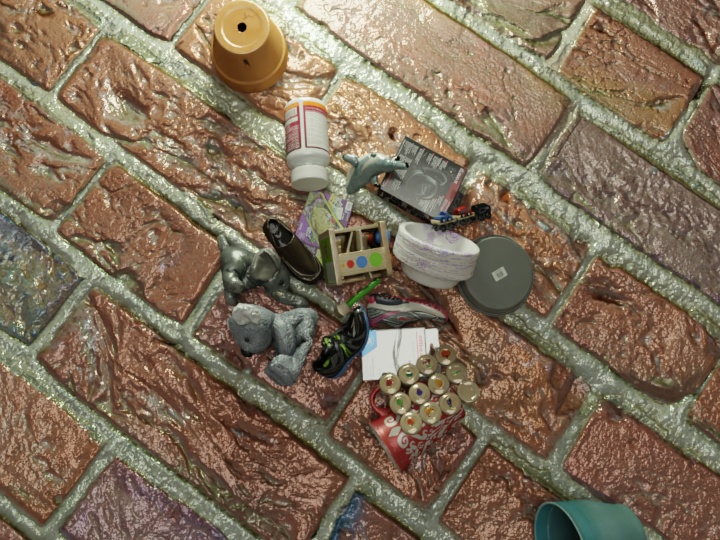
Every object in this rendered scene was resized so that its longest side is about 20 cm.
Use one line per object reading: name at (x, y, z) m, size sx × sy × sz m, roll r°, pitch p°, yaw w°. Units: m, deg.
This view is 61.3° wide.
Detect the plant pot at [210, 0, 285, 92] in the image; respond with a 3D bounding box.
plant pot at (-0.284, -0.566, 1.505) m, size 0.194 × 0.140 × 0.206 m, roll 0°, pitch 82°, yaw -1°

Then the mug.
mug at (0.124, 0.330, 1.387) m, size 0.198 × 0.133 × 0.180 m, roll -33°, pitch 113°, yaw -10°

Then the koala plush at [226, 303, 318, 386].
koala plush at (-0.212, 0.142, 1.387) m, size 0.196 × 0.177 × 0.187 m, roll 25°, pitch 73°, yaw -8°

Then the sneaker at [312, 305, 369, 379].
sneaker at (-0.045, 0.169, 1.400) m, size 0.081 × 0.071 × 0.202 m, roll 17°, pitch 116°, yaw -36°

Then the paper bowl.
paper bowl at (0.171, -0.030, 1.418) m, size 0.196 × 0.201 × 0.107 m, roll 15°, pitch 111°, yaw 1°

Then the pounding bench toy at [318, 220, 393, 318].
pounding bench toy at (0.000, 0.000, 1.428) m, size 0.152 × 0.124 × 0.206 m, roll -9°, pitch 89°, yaw -16°

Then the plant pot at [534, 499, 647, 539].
plant pot at (0.517, 0.602, 1.346) m, size 0.183 × 0.200 × 0.206 m, roll -5°, pitch 82°, yaw -18°

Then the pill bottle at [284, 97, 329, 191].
pill bottle at (-0.129, -0.305, 1.479) m, size 0.106 × 0.110 × 0.206 m, roll -4°, pitch 77°, yaw -2°

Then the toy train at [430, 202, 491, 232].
toy train at (0.245, -0.131, 1.463) m, size 0.197 × 0.034 × 0.047 m, roll -17°, pitch 109°, yaw -35°

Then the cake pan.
cake pan at (0.334, 0.009, 1.492) m, size 0.194 × 0.037 × 0.206 m, roll 0°, pitch 82°, yaw -2°

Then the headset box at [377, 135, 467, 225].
headset box at (0.159, -0.212, 1.498) m, size 0.197 × 0.077 × 0.151 m, roll 27°, pitch 83°, yaw 2°

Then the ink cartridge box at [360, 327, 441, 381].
ink cartridge box at (0.097, 0.196, 1.444) m, size 0.194 × 0.067 × 0.119 m, roll -4°, pitch 81°, yaw -2°

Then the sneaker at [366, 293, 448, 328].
sneaker at (0.112, 0.103, 1.458) m, size 0.194 × 0.081 × 0.077 m, roll 7°, pitch 96°, yaw 7°

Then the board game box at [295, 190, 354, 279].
board game box at (-0.099, -0.089, 1.499) m, size 0.117 × 0.032 × 0.205 m, roll 19°, pitch 82°, yaw -2°

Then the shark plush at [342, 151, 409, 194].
shark plush at (0.043, -0.235, 1.465) m, size 0.196 × 0.090 × 0.086 m, roll 0°, pitch 83°, yaw 33°

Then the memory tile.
memory tile at (0.153, 0.265, 1.362) m, size 0.196 × 0.017 × 0.155 m, roll -25°, pitch 61°, yaw -10°

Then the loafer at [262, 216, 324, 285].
loafer at (-0.166, -0.047, 1.443) m, size 0.073 × 0.071 × 0.200 m, roll -44°, pitch 84°, yaw -6°

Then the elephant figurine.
elephant figurine at (-0.230, 0.007, 1.446) m, size 0.195 × 0.158 × 0.143 m, roll -8°, pitch 39°, yaw -13°
